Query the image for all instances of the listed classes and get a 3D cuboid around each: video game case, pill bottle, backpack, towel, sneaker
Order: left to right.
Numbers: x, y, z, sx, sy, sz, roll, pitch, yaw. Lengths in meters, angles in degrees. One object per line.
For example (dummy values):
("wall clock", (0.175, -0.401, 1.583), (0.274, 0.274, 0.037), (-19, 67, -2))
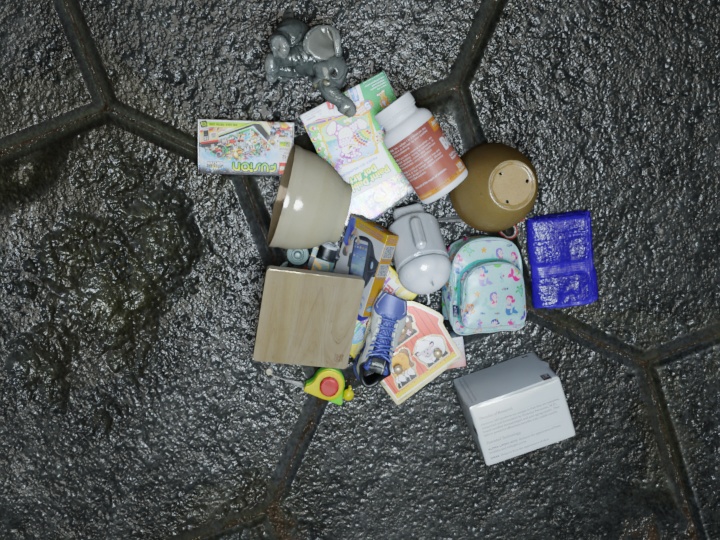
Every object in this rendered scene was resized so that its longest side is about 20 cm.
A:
("video game case", (0.024, -0.190, 1.659), (0.199, 0.018, 0.144), (-36, 100, 3))
("sneaker", (0.045, 0.152, 1.573), (0.079, 0.115, 0.203), (18, 103, -8))
("pill bottle", (0.115, -0.243, 1.549), (0.111, 0.112, 0.202), (-34, 100, 3))
("backpack", (0.257, 0.029, 1.646), (0.174, 0.150, 0.205), (-3, 92, -10))
("towel", (0.435, -0.021, 1.693), (0.144, 0.050, 0.205), (-8, 99, -3))

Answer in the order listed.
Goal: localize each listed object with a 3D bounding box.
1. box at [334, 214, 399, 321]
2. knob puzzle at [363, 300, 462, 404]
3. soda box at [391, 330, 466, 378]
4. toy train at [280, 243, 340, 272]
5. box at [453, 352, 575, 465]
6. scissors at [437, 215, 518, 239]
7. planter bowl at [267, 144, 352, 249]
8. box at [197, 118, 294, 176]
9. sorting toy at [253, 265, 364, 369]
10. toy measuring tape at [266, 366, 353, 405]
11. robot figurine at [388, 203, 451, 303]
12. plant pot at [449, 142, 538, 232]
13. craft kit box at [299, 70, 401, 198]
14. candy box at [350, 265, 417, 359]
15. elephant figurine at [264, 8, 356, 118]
("box", (0.000, 0.000, 1.631), (0.041, 0.118, 0.204), (4, 110, -46))
("knob puzzle", (0.092, 0.152, 1.647), (0.214, 0.030, 0.225), (0, 98, -2))
("soda box", (0.126, 0.181, 1.700), (0.196, 0.064, 0.070), (-9, 100, -2))
("toy train", (-0.117, 0.020, 1.651), (0.112, 0.085, 0.204), (18, 100, -10))
("box", (0.318, 0.284, 1.658), (0.196, 0.199, 0.133), (-18, 99, 0))
("scissors", (0.254, -0.118, 1.688), (0.196, 0.014, 0.075), (12, 99, -4))
("planter bowl", (-0.094, -0.130, 1.547), (0.132, 0.200, 0.204), (14, 98, -13))
("box", (-0.234, -0.253, 1.625), (0.195, 0.035, 0.113), (1, 99, -4))
("sorting toy", (-0.109, 0.085, 1.591), (0.194, 0.070, 0.204), (7, 113, -14))
("toy measuring tape", (-0.101, 0.226, 1.692), (0.197, 0.074, 0.075), (23, 97, -7))
("robot figurine", (0.120, -0.037, 1.613), (0.111, 0.170, 0.203), (-15, 61, 2))
("plant pot", (0.283, -0.167, 1.579), (0.182, 0.200, 0.191), (0, 95, -2))
("craft kit box", (0.003, -0.271, 1.615), (0.197, 0.049, 0.200), (-28, 102, 1))
("candy box", (0.024, 0.087, 1.693), (0.102, 0.026, 0.201), (41, 95, -3))
("elephant figurine", (-0.082, -0.412, 1.562), (0.196, 0.142, 0.158), (15, 113, 2))
